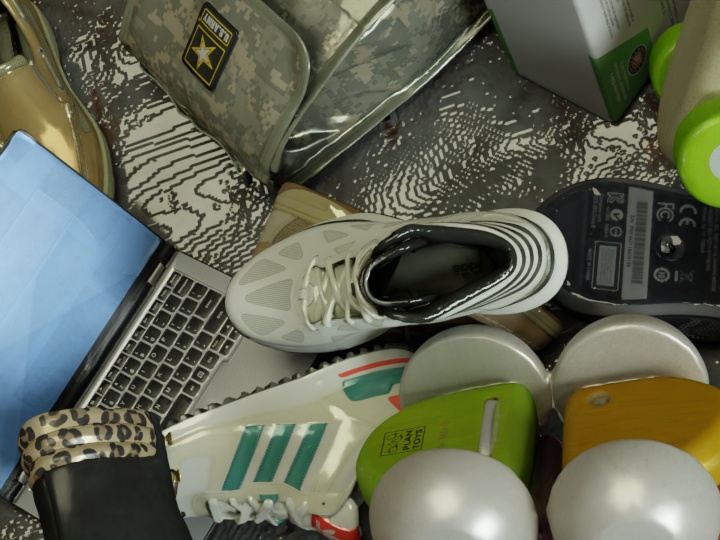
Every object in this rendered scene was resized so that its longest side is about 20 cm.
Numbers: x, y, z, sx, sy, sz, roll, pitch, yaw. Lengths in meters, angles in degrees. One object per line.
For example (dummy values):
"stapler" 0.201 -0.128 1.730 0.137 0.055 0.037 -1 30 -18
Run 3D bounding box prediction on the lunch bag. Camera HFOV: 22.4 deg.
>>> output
"lunch bag" -0.042 -0.164 1.135 0.200 0.118 0.164 -46 62 -1

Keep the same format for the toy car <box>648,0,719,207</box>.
"toy car" 0.274 -0.108 0.997 0.199 0.158 0.164 14 25 -3

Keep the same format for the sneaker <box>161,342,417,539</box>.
"sneaker" -0.044 0.117 1.016 0.199 0.070 0.094 -22 70 -7

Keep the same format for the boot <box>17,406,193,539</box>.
"boot" -0.096 0.155 0.946 0.073 0.200 0.151 -34 61 25

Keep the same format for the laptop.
"laptop" -0.156 0.053 1.064 0.200 0.116 0.188 25 75 26

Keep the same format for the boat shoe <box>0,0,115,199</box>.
"boat shoe" -0.221 -0.109 1.184 0.072 0.076 0.200 -30 61 1

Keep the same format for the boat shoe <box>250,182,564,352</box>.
"boat shoe" 0.025 0.012 1.060 0.200 0.071 0.065 23 83 31

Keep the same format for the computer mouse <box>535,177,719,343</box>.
"computer mouse" 0.190 0.006 1.022 0.199 0.053 0.139 10 66 8

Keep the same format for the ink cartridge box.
"ink cartridge box" 0.163 -0.214 1.076 0.084 0.145 0.200 31 77 29

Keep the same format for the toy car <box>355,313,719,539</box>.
"toy car" 0.100 0.121 0.941 0.199 0.150 0.175 -4 29 11

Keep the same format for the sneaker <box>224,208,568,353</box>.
"sneaker" 0.000 -0.001 0.969 0.200 0.115 0.076 -10 84 23
